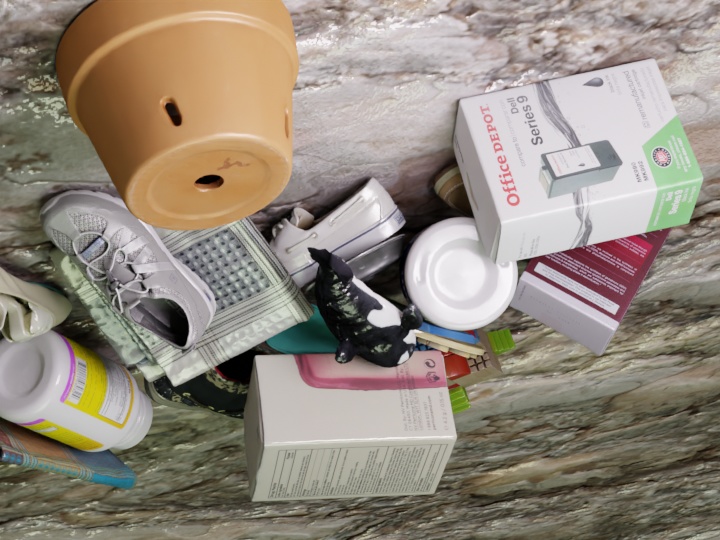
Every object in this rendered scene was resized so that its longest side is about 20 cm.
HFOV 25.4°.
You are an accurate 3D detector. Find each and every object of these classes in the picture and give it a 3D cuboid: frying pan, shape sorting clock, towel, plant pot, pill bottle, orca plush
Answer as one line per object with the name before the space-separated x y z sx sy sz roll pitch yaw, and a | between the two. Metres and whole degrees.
frying pan | -0.014 0.007 1.639 0.115 0.031 0.190 -28 175 -23
shape sorting clock | 0.038 0.058 1.727 0.200 0.200 0.039 19 95 -48
towel | -0.176 0.016 1.566 0.200 0.035 0.193 -24 122 16
plant pot | -0.138 -0.126 1.302 0.200 0.140 0.200 -12 153 -6
pill bottle | -0.308 0.135 1.728 0.104 0.104 0.200 -25 151 16
orca plush | 0.000 0.056 1.535 0.105 0.071 0.200 11 157 14
towel | -0.351 0.183 1.767 0.200 0.147 0.022 25 101 -50
pill bottle | 0.096 0.003 1.640 0.111 0.111 0.200 -16 180 -1

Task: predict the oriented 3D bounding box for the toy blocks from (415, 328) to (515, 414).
toy blocks | 0.078 0.115 1.878 0.200 0.100 0.137 -22 163 11

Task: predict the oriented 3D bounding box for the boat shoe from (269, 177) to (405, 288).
boat shoe | -0.056 -0.029 1.610 0.200 0.070 0.071 -28 -168 17

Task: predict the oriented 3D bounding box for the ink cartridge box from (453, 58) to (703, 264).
ink cartridge box | 0.203 -0.103 1.520 0.199 0.146 0.084 -13 153 -7

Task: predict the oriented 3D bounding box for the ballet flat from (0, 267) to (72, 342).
ballet flat | -0.350 0.036 1.566 0.069 0.070 0.200 -26 151 18

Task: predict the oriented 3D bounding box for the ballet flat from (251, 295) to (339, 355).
ballet flat | -0.099 0.055 1.683 0.199 0.074 0.074 13 154 9

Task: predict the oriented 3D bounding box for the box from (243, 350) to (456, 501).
box | -0.015 0.160 1.649 0.199 0.109 0.128 0 145 -12

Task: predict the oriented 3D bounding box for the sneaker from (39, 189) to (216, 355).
sneaker | -0.214 0.001 1.493 0.200 0.082 0.075 38 114 -21

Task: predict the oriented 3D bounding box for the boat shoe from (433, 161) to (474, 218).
boat shoe | 0.162 -0.062 1.649 0.200 0.076 0.072 8 144 -38

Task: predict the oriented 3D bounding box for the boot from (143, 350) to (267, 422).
boot | -0.122 0.122 1.797 0.203 0.074 0.154 8 163 -33

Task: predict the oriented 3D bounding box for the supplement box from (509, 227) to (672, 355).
supplement box | 0.244 -0.026 1.611 0.109 0.200 0.061 30 152 9
